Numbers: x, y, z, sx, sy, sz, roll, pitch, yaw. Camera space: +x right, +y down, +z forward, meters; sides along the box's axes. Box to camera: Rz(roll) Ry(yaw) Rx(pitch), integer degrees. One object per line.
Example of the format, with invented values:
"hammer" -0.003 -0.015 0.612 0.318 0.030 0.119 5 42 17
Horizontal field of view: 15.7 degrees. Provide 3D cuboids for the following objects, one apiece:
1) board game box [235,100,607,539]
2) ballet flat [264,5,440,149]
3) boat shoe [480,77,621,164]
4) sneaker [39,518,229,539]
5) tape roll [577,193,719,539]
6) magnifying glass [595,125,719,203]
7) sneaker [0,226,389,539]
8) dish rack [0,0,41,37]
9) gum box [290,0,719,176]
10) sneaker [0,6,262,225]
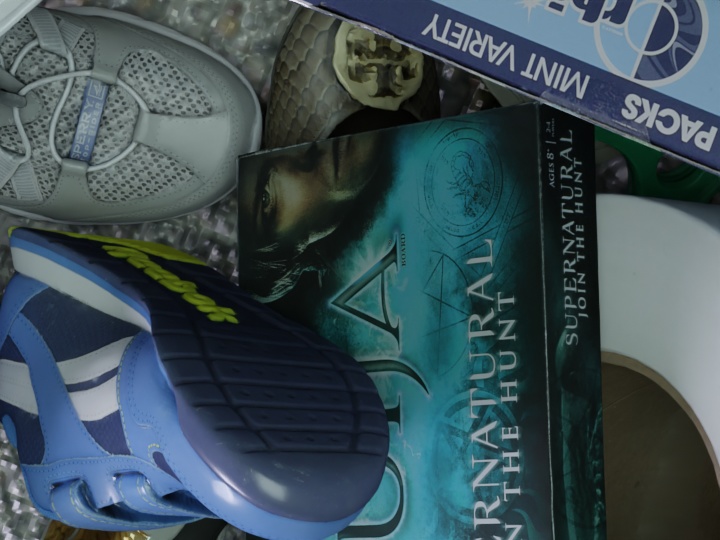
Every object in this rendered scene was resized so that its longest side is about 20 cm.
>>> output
"board game box" 0.016 0.057 0.788 0.028 0.135 0.201 4 82 -44
"ballet flat" 0.000 0.000 0.875 0.067 0.046 0.201 0 101 -29
"boat shoe" 0.035 -0.123 0.857 0.072 0.059 0.200 -40 118 -9
"sneaker" -0.076 0.132 0.898 0.087 0.076 0.201 25 101 -20
"tape roll" 0.113 0.080 0.805 0.139 0.202 0.204 3 101 -44
"magnifying glass" 0.113 -0.042 0.880 0.199 0.022 0.080 -22 132 -6
"sneaker" -0.056 0.048 0.792 0.074 0.200 0.083 11 101 -30
"dish rack" -0.194 -0.095 0.728 0.200 0.044 0.172 -41 69 2
"gum box" 0.095 -0.056 0.724 0.169 0.200 0.045 25 99 20
"sneaker" -0.131 -0.054 0.853 0.199 0.082 0.075 9 98 -4
